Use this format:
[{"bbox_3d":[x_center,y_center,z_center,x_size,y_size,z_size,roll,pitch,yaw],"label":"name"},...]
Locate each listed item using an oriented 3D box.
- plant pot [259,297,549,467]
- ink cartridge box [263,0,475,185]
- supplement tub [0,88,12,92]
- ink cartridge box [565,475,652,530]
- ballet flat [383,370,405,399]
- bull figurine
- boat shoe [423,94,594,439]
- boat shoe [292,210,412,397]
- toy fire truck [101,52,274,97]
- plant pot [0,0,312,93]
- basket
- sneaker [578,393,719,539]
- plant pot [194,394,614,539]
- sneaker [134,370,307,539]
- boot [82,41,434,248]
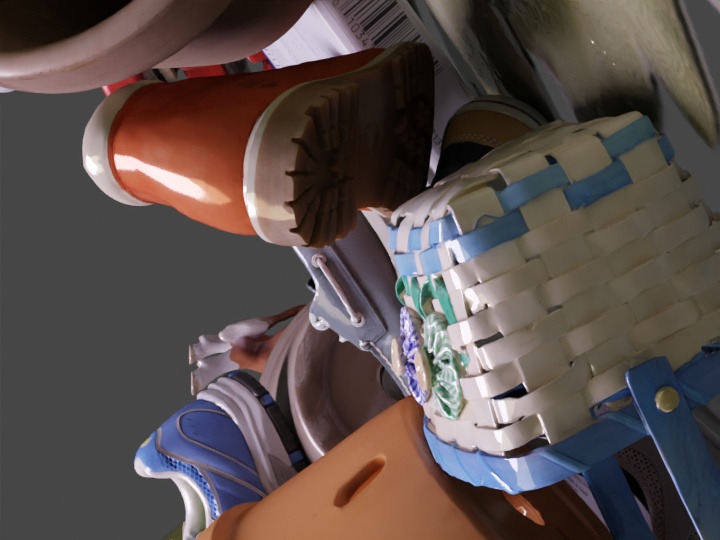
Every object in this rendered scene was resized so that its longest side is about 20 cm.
[{"bbox_3d":[0.027,0.076,0.984,0.200,0.200,0.174,49,175,15],"label":"plant pot"},{"bbox_3d":[0.018,-0.080,0.919,0.200,0.041,0.200,52,173,-21],"label":"ink cartridge box"},{"bbox_3d":[-0.249,-0.220,1.268,0.145,0.200,0.144,50,173,8],"label":"supplement tub"},{"bbox_3d":[0.126,0.179,0.920,0.136,0.200,0.077,41,169,49],"label":"ink cartridge box"},{"bbox_3d":[0.033,0.043,1.142,0.202,0.071,0.072,-91,-24,-43],"label":"ballet flat"},{"bbox_3d":[-0.048,0.118,1.103,0.065,0.120,0.202,109,162,-65],"label":"bull figurine"},{"bbox_3d":[0.067,0.013,0.817,0.074,0.062,0.201,12,139,26],"label":"boat shoe"},{"bbox_3d":[0.000,0.000,0.861,0.201,0.061,0.073,64,-161,-15],"label":"boat shoe"},{"bbox_3d":[-0.108,-0.158,1.135,0.201,0.111,0.169,60,-173,-50],"label":"toy fire truck"},{"bbox_3d":[-0.093,-0.158,0.735,0.200,0.200,0.174,48,-170,21],"label":"plant pot"},{"bbox_3d":[0.094,0.046,0.686,0.201,0.138,0.176,60,173,-4],"label":"basket"},{"bbox_3d":[0.176,0.129,0.824,0.200,0.082,0.075,46,172,35],"label":"sneaker"},{"bbox_3d":[0.028,0.149,0.773,0.199,0.140,0.200,37,-166,-11],"label":"plant pot"},{"bbox_3d":[-0.049,0.157,0.930,0.201,0.077,0.076,63,160,2],"label":"sneaker"},{"bbox_3d":[-0.032,-0.058,0.735,0.106,0.076,0.200,6,-169,22],"label":"boot"}]
